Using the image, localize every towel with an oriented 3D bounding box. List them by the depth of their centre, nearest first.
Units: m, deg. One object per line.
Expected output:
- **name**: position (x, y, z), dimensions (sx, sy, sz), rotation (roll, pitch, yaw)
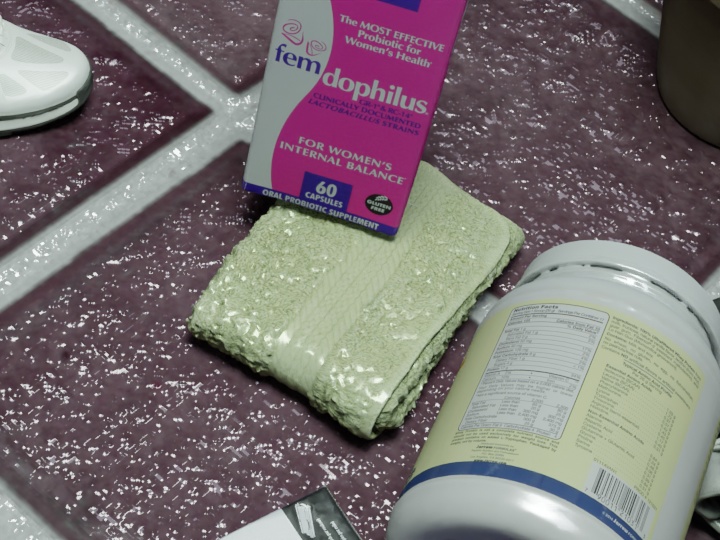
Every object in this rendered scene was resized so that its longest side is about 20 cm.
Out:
- **towel**: position (0.000, 0.000, 0.979), dimensions (0.148, 0.037, 0.200), rotation (29, 52, 11)

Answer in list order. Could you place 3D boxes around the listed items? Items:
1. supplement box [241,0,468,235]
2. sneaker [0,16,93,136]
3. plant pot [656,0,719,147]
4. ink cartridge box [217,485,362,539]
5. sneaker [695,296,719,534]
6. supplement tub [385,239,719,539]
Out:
- **supplement box**: position (0.004, -0.132, 0.935), dimensions (0.101, 0.201, 0.104), rotation (17, 46, 1)
- **sneaker**: position (-0.261, -0.149, 0.982), dimensions (0.199, 0.116, 0.076), rotation (4, 52, -10)
- **plant pot**: position (0.283, -0.180, 1.097), dimensions (0.199, 0.174, 0.201), rotation (6, 52, -8)
- **ink cartridge box**: position (-0.006, 0.213, 0.806), dimensions (0.094, 0.044, 0.200), rotation (-24, 62, -26)
- **sneaker**: position (0.223, 0.101, 0.929), dimensions (0.088, 0.074, 0.201), rotation (-6, 54, -20)
- **supplement tub**: position (0.111, 0.096, 0.860), dimensions (0.144, 0.145, 0.200), rotation (24, 51, 6)
